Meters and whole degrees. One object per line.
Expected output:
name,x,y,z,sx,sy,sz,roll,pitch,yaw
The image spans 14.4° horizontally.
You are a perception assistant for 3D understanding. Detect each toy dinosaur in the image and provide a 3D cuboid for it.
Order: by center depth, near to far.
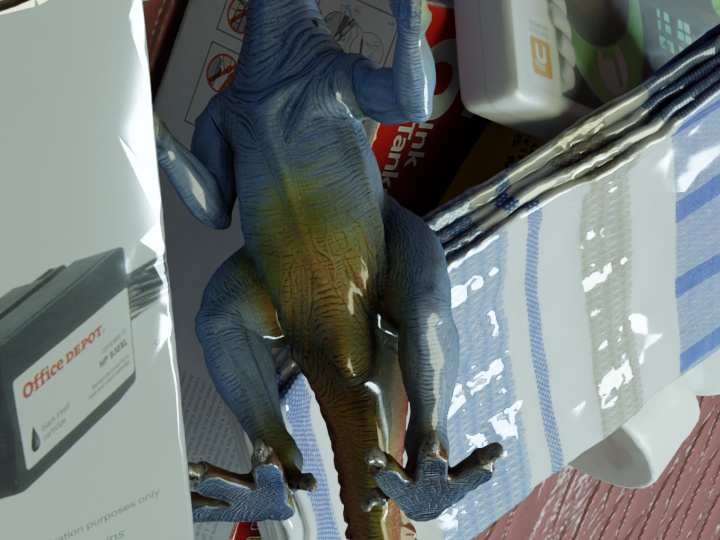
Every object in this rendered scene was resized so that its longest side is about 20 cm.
toy dinosaur,-0.028,-0.020,0.749,0.104,0.182,0.200,-9,147,-2

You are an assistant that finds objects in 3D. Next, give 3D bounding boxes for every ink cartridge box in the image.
ink cartridge box,-0.111,-0.013,0.650,0.083,0.145,0.201,-24,136,-23
ink cartridge box,0.000,0.000,0.916,0.175,0.084,0.201,-1,113,-58

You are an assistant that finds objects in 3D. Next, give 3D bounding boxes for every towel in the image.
towel,0.049,0.024,0.856,0.200,0.024,0.147,-35,144,-19

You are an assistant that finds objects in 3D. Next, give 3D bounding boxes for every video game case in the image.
video game case,0.083,-0.120,0.904,0.200,0.023,0.183,16,67,-56

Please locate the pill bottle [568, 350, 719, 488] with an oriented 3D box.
pill bottle,0.127,-0.024,1.074,0.200,0.109,0.110,-53,150,-17
